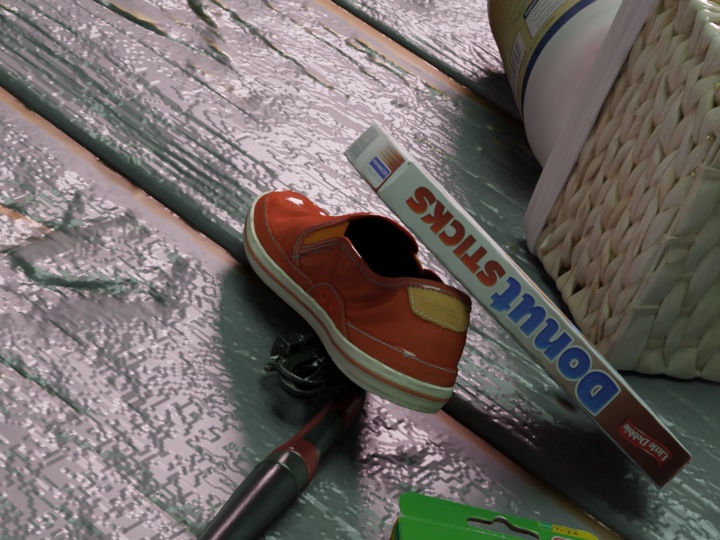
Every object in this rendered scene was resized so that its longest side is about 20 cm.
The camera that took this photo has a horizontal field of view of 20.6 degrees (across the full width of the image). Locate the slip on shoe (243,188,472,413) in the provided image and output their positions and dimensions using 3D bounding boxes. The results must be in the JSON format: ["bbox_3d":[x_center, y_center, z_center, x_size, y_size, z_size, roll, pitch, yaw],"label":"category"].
[{"bbox_3d":[0.000,0.000,0.931,0.074,0.062,0.200,20,13,-27],"label":"slip on shoe"}]

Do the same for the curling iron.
[{"bbox_3d":[-0.041,0.082,0.843,0.049,0.026,0.200,26,31,4],"label":"curling iron"}]

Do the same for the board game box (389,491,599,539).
[{"bbox_3d":[0.059,0.166,0.771,0.095,0.030,0.201,14,35,-10],"label":"board game box"}]

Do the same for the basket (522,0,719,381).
[{"bbox_3d":[0.188,-0.050,1.012,0.135,0.201,0.124,6,39,-21],"label":"basket"}]

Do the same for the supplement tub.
[{"bbox_3d":[0.153,-0.143,1.179,0.143,0.145,0.201,10,33,-15],"label":"supplement tub"}]

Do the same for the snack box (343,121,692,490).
[{"bbox_3d":[0.072,0.016,0.893,0.200,0.024,0.072,45,3,-21],"label":"snack box"}]
